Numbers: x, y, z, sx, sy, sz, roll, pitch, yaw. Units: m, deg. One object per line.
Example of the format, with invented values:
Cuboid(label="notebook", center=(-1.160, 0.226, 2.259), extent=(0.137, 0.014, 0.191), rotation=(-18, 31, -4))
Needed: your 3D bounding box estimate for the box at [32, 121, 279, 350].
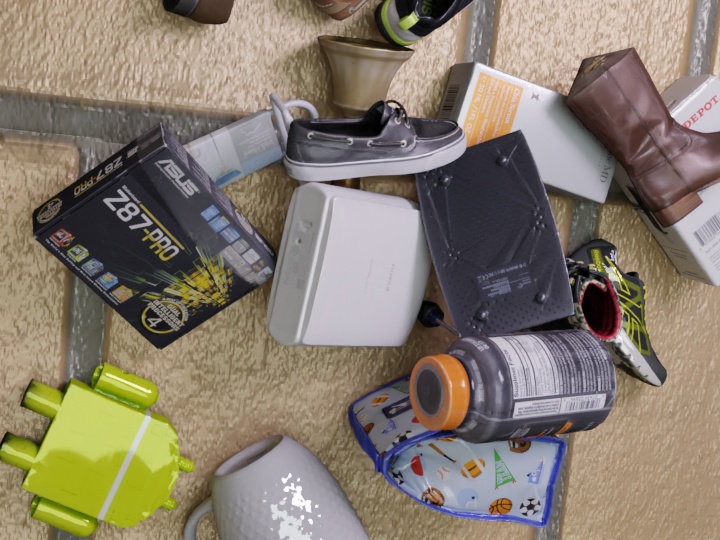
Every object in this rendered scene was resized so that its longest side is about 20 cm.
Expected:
Cuboid(label="box", center=(-0.200, -0.028, 1.151), extent=(0.161, 0.049, 0.200), rotation=(-33, 129, 8))

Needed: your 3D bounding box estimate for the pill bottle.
Cuboid(label="pill bottle", center=(0.148, 0.115, 1.148), extent=(0.199, 0.106, 0.107), rotation=(-1, 99, -31))

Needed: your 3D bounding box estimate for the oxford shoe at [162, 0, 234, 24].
Cuboid(label="oxford shoe", center=(-0.135, -0.348, 1.179), extent=(0.084, 0.073, 0.201), rotation=(15, 96, -34))

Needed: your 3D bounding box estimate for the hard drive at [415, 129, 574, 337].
Cuboid(label="hard drive", center=(0.141, -0.032, 1.208), extent=(0.134, 0.042, 0.201), rotation=(-18, 79, 15))

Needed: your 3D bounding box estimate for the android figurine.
Cuboid(label="android figurine", center=(-0.275, 0.194, 1.224), extent=(0.199, 0.041, 0.183), rotation=(24, 91, -17))

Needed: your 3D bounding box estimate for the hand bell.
Cuboid(label="hand bell", center=(-0.007, -0.142, 1.233), extent=(0.103, 0.104, 0.202), rotation=(4, 105, -16))

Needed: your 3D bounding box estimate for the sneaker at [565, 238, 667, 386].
Cuboid(label="sneaker", center=(0.310, 0.050, 1.349), extent=(0.085, 0.074, 0.200), rotation=(-41, 106, -7))

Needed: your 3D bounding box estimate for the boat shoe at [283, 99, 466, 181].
Cuboid(label="boat shoe", center=(0.017, -0.140, 1.171), extent=(0.198, 0.070, 0.067), rotation=(-8, 123, -16))

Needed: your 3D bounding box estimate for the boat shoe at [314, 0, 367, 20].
Cuboid(label="boat shoe", center=(0.023, -0.345, 1.221), extent=(0.200, 0.076, 0.072), rotation=(-42, 133, -4))

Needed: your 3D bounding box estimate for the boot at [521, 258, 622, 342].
Cuboid(label="boot", center=(0.202, -0.014, 1.265), extent=(0.073, 0.153, 0.205), rotation=(-30, 107, -21))

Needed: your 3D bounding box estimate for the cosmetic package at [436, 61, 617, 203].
Cuboid(label="cosmetic package", center=(0.188, -0.152, 1.288), extent=(0.199, 0.071, 0.102), rotation=(16, 93, -18))

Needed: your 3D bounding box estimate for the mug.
Cuboid(label="mug", center=(-0.101, 0.284, 1.244), extent=(0.199, 0.148, 0.176), rotation=(-25, 97, 20))

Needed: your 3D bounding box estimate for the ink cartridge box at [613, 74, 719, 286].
Cuboid(label="ink cartridge box", center=(0.394, -0.107, 1.345), extent=(0.144, 0.084, 0.200), rotation=(-40, 106, -6))

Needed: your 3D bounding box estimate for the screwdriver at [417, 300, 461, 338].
Cuboid(label="screwdriver", center=(0.085, 0.059, 1.222), extent=(0.028, 0.200, 0.029), rotation=(-7, 101, -6))

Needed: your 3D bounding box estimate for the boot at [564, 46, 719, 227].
Cuboid(label="boot", center=(0.337, -0.177, 1.251), extent=(0.186, 0.064, 0.200), rotation=(-41, 100, -8))

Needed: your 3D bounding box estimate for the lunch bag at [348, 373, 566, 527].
Cuboid(label="lunch bag", center=(0.097, 0.187, 1.259), extent=(0.198, 0.170, 0.125), rotation=(7, 101, -14))

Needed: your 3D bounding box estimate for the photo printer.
Cuboid(label="photo printer", center=(0.000, 0.000, 1.220), extent=(0.199, 0.069, 0.168), rotation=(6, 99, -50))

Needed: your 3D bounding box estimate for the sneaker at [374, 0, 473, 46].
Cuboid(label="sneaker", center=(0.098, -0.301, 1.213), extent=(0.072, 0.083, 0.200), rotation=(50, 61, -17))

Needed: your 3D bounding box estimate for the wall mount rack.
Cuboid(label="wall mount rack", center=(-0.115, -0.087, 1.216), extent=(0.199, 0.075, 0.174), rotation=(-27, 136, -10))
